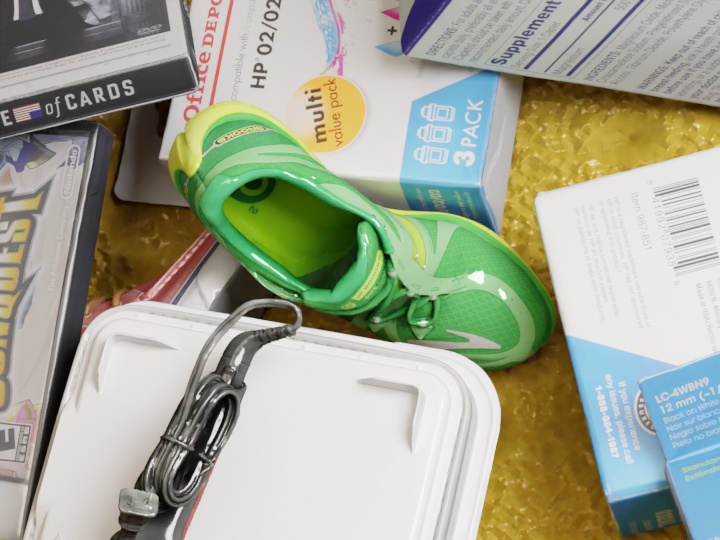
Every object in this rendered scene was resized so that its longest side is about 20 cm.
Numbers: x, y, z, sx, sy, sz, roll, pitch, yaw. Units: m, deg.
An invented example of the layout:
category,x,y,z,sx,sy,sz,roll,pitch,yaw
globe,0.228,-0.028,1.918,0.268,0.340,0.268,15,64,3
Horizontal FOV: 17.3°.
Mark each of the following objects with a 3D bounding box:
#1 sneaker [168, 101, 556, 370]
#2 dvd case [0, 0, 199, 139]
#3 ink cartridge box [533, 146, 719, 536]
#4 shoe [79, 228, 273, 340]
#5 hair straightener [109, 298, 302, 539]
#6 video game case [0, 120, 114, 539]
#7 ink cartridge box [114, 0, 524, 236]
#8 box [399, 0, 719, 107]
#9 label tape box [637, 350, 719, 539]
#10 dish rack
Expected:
category,x,y,z,sx,sy,sz,roll,pitch,yaw
sneaker,0.000,0.000,1.062,0.074,0.199,0.084,-55,22,21
dvd case,-0.159,-0.124,1.145,0.149,0.025,0.200,-14,34,0
ink cartridge box,0.192,0.020,1.048,0.199,0.084,0.146,-14,69,6
shoe,-0.119,0.033,1.120,0.091,0.071,0.201,34,84,18
hair straightener,-0.074,0.097,0.954,0.041,0.077,0.201,27,76,5
video game case,-0.217,0.023,1.103,0.179,0.026,0.201,5,77,17
ink cartridge box,-0.025,-0.088,1.144,0.199,0.068,0.116,5,71,14
box,0.138,-0.160,1.035,0.199,0.184,0.106,7,69,-17
label tape box,0.213,0.120,0.965,0.142,0.066,0.201,-19,105,6
dish rack,-0.051,0.099,1.012,0.199,0.044,0.173,9,74,16
